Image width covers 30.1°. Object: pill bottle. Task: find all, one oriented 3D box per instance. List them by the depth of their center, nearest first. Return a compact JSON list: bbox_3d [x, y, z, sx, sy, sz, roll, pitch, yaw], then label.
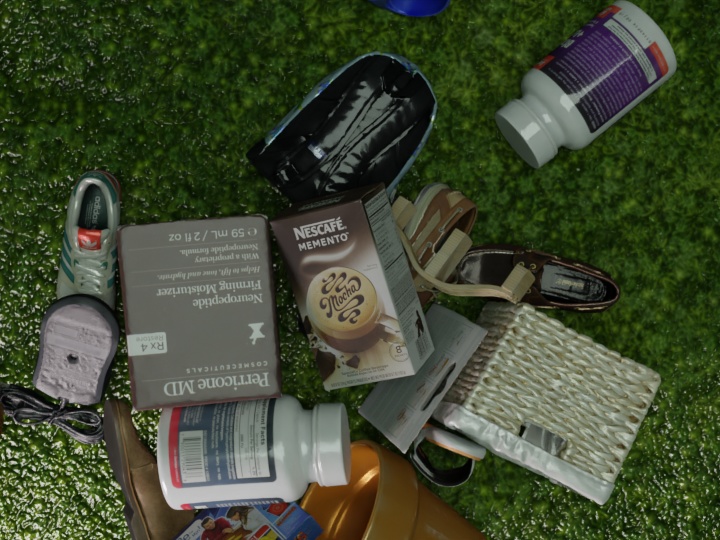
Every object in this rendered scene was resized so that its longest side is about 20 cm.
[{"bbox_3d":[-0.114,0.198,1.475,0.199,0.120,0.120,-4,91,5],"label":"pill bottle"},{"bbox_3d":[0.258,-0.212,1.554,0.200,0.111,0.112,-39,94,-4],"label":"pill bottle"}]

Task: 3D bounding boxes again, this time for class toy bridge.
[{"bbox_3d":[0.096,-0.014,1.483,0.200,0.027,0.067,32,83,34],"label":"toy bridge"}]

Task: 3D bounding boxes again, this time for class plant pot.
[{"bbox_3d":[0.039,0.319,1.512,0.183,0.200,0.201,29,88,-20],"label":"plant pot"}]

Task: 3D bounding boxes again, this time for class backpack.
[{"bbox_3d":[-0.003,-0.159,1.527,0.163,0.154,0.200,39,109,0],"label":"backpack"}]

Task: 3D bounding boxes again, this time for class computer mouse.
[{"bbox_3d":[-0.328,0.097,1.512,0.138,0.053,0.200,21,122,-8],"label":"computer mouse"}]

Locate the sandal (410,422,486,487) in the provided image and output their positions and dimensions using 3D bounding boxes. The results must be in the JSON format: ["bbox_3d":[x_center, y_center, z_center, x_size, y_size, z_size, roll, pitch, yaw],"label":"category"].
[{"bbox_3d":[0.091,0.209,1.496,0.079,0.207,0.059,23,85,1],"label":"sandal"}]

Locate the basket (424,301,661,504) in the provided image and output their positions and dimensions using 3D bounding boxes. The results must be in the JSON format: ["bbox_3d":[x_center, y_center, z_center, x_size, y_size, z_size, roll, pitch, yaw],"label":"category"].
[{"bbox_3d":[0.201,0.143,1.510,0.198,0.200,0.161,28,86,-5],"label":"basket"}]

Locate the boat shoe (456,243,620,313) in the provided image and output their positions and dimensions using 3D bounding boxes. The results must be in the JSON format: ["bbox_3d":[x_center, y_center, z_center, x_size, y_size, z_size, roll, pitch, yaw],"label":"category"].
[{"bbox_3d":[0.207,0.008,1.574,0.199,0.070,0.071,7,91,-4],"label":"boat shoe"}]

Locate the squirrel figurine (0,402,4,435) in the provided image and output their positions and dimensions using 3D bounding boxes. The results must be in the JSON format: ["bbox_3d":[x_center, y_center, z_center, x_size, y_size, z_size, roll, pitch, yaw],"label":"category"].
[{"bbox_3d":[-0.503,0.159,1.482,0.186,0.142,0.200,-33,91,2],"label":"squirrel figurine"}]

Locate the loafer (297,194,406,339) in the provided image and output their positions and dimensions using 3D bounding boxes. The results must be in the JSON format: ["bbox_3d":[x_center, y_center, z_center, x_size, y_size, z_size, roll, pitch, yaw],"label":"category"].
[{"bbox_3d":[0.000,0.000,1.553,0.073,0.072,0.200,31,87,-3],"label":"loafer"}]

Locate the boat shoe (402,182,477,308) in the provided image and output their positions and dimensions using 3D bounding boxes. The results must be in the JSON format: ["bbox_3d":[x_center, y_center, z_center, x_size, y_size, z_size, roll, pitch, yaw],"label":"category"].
[{"bbox_3d":[0.075,-0.003,1.548,0.072,0.076,0.201,22,90,31],"label":"boat shoe"}]

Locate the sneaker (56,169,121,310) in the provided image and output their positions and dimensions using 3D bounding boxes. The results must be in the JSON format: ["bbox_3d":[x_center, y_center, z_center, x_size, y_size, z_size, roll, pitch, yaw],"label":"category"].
[{"bbox_3d":[-0.310,-0.018,1.514,0.070,0.093,0.201,6,90,-5],"label":"sneaker"}]

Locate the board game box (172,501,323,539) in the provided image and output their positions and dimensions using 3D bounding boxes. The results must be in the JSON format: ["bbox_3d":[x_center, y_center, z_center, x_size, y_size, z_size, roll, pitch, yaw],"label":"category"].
[{"bbox_3d":[-0.153,0.322,1.498,0.200,0.135,0.034,-43,128,-12],"label":"board game box"}]

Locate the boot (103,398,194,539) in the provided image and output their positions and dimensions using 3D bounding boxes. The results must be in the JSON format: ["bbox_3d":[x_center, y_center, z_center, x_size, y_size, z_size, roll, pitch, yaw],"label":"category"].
[{"bbox_3d":[-0.244,0.231,1.532,0.075,0.074,0.201,-18,110,-16],"label":"boot"}]

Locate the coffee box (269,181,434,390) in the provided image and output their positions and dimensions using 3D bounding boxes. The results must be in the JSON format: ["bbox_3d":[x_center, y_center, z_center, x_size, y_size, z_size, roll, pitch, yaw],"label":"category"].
[{"bbox_3d":[-0.008,0.017,1.450,0.113,0.080,0.201,-13,103,24],"label":"coffee box"}]

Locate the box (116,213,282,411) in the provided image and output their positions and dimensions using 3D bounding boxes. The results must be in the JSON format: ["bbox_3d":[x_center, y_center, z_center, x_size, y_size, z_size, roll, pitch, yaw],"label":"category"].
[{"bbox_3d":[-0.176,0.042,1.491,0.165,0.164,0.201,-5,91,-5],"label":"box"}]

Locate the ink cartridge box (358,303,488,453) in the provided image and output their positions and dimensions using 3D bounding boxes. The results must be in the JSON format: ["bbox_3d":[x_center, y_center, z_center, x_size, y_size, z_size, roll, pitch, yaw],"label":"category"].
[{"bbox_3d":[0.082,0.124,1.497,0.050,0.200,0.162,36,88,-18],"label":"ink cartridge box"}]

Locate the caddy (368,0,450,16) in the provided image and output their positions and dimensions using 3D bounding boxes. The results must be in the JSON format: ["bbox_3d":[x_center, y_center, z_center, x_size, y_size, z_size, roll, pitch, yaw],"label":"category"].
[{"bbox_3d":[0.050,-0.357,1.498,0.141,0.200,0.105,23,72,-6],"label":"caddy"}]
